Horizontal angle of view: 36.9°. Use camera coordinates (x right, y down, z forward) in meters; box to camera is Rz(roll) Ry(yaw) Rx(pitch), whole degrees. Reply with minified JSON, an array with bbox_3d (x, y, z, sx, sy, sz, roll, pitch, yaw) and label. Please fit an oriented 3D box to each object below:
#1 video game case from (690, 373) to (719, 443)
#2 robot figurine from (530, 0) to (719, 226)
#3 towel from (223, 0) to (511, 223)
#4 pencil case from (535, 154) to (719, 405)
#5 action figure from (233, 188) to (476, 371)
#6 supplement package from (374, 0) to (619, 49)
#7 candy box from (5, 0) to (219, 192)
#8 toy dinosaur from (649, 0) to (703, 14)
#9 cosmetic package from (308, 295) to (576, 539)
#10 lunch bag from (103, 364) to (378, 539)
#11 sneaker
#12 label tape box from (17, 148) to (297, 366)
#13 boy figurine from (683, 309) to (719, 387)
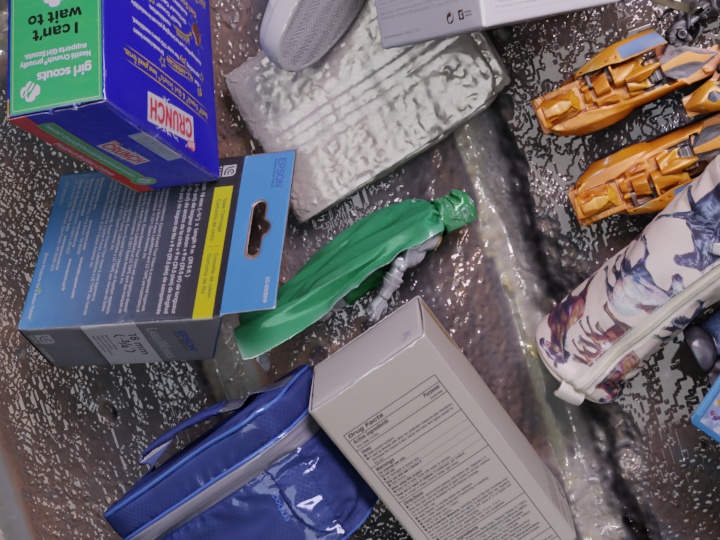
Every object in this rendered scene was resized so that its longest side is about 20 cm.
[{"bbox_3d":[0.330,0.096,0.674,0.199,0.018,0.145,36,108,20],"label":"video game case"},{"bbox_3d":[0.229,-0.113,0.754,0.197,0.058,0.147,-23,94,14],"label":"robot figurine"},{"bbox_3d":[0.004,-0.141,0.815,0.198,0.034,0.134,-30,89,15],"label":"towel"},{"bbox_3d":[0.207,0.011,0.740,0.078,0.090,0.200,40,121,-4],"label":"pencil case"},{"bbox_3d":[0.000,0.000,0.809,0.198,0.118,0.055,-32,113,6],"label":"action figure"},{"bbox_3d":[0.073,-0.259,0.695,0.120,0.119,0.204,-16,102,-29],"label":"supplement package"},{"bbox_3d":[-0.168,-0.175,0.751,0.076,0.169,0.204,-10,75,15],"label":"candy box"},{"bbox_3d":[0.154,-0.240,0.749,0.088,0.047,0.203,-39,70,46],"label":"toy dinosaur"},{"bbox_3d":[0.060,0.132,0.787,0.104,0.071,0.201,-32,108,12],"label":"cosmetic package"},{"bbox_3d":[-0.096,0.168,0.823,0.199,0.136,0.133,-34,89,16],"label":"lunch bag"},{"bbox_3d":[-0.043,-0.247,0.779,0.114,0.074,0.202,26,85,25],"label":"sneaker"},{"bbox_3d":[-0.140,-0.008,0.808,0.196,0.064,0.146,-4,55,13],"label":"label tape box"},{"bbox_3d":[0.331,0.031,0.749,0.198,0.064,0.126,-28,85,17],"label":"boy figurine"}]
